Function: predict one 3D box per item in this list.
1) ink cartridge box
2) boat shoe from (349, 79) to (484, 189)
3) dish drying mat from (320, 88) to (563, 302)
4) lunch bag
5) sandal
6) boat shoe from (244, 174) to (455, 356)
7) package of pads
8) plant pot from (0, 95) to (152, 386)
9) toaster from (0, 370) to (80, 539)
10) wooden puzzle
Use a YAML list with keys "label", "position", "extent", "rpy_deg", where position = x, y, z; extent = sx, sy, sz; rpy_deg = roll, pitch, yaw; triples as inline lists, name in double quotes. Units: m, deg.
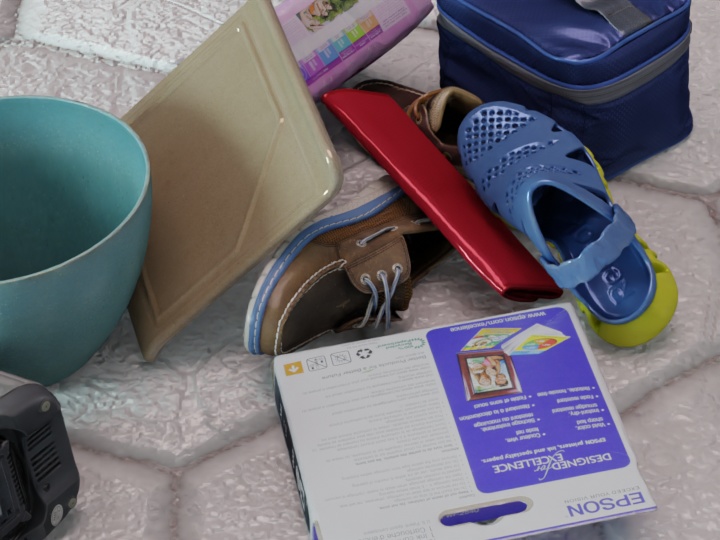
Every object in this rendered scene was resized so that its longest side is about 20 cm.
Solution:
- label: "ink cartridge box"
  position: [0.058, 0.109, 1.343]
  extent: [0.198, 0.043, 0.200]
  rpy_deg: [-10, 37, -6]
- label: "boat shoe"
  position: [0.066, -0.101, 1.579]
  extent: [0.072, 0.072, 0.200]
  rpy_deg: [-32, 46, -29]
- label: "dish drying mat"
  position: [0.053, -0.051, 1.497]
  extent: [0.077, 0.018, 0.200]
  rpy_deg: [5, 40, -55]
- label: "lunch bag"
  position: [0.142, -0.172, 1.610]
  extent: [0.136, 0.133, 0.200]
  rpy_deg: [-29, 45, -27]
- label: "sandal"
  position: [0.128, -0.043, 1.446]
  extent: [0.079, 0.087, 0.200]
  rpy_deg: [-44, 59, 5]
- label: "boat shoe"
  position: [0.000, 0.000, 1.456]
  extent: [0.072, 0.072, 0.200]
  rpy_deg: [25, 43, 22]
- label: "package of pads"
  position: [-0.051, -0.152, 1.617]
  extent: [0.200, 0.076, 0.120]
  rpy_deg: [-40, 7, -36]
- label: "plant pot"
  position: [-0.227, -0.002, 1.438]
  extent: [0.199, 0.135, 0.200]
  rpy_deg: [-3, 39, 2]
- label: "toaster"
  position: [-0.271, 0.130, 1.303]
  extent: [0.129, 0.114, 0.200]
  rpy_deg: [21, 48, 34]
- label: "wooden puzzle"
  position: [-0.098, -0.063, 1.471]
  extent: [0.037, 0.200, 0.185]
  rpy_deg: [23, 33, -42]
